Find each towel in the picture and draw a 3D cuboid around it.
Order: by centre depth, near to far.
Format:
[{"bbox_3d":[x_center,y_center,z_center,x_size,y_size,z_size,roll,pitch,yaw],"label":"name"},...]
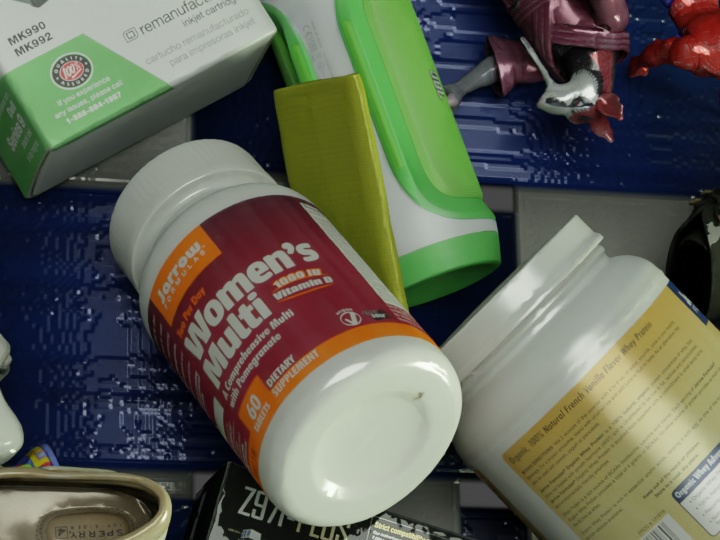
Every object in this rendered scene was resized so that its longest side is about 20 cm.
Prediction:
[{"bbox_3d":[0.000,0.000,1.320,0.018,0.086,0.201,-15,96,-32],"label":"towel"}]

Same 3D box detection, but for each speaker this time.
[{"bbox_3d":[0.008,-0.084,1.374,0.088,0.088,0.201,-16,79,-18],"label":"speaker"}]

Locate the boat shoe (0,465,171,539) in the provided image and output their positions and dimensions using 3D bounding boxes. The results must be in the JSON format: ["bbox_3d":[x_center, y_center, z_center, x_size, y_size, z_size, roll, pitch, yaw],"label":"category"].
[{"bbox_3d":[-0.186,0.121,1.183,0.199,0.065,0.073,-2,66,-14],"label":"boat shoe"}]

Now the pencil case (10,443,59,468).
[{"bbox_3d":[-0.224,0.152,1.245,0.199,0.087,0.078,-21,80,-20],"label":"pencil case"}]

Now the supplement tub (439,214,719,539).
[{"bbox_3d":[0.137,0.084,1.326,0.200,0.144,0.144,46,69,2],"label":"supplement tub"}]

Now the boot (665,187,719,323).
[{"bbox_3d":[0.230,-0.062,1.369,0.138,0.077,0.201,-12,114,-32],"label":"boot"}]

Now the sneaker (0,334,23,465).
[{"bbox_3d":[-0.225,0.029,1.283,0.099,0.078,0.201,22,35,-45],"label":"sneaker"}]

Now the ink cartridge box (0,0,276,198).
[{"bbox_3d":[-0.161,-0.164,1.355,0.146,0.084,0.200,-30,83,-21],"label":"ink cartridge box"}]

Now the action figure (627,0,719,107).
[{"bbox_3d":[0.179,-0.147,1.456,0.065,0.099,0.201,-9,54,-14],"label":"action figure"}]

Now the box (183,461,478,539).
[{"bbox_3d":[-0.003,0.208,1.284,0.199,0.086,0.165,18,70,-9],"label":"box"}]

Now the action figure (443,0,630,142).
[{"bbox_3d":[0.099,-0.161,1.429,0.149,0.134,0.201,-18,79,-48],"label":"action figure"}]

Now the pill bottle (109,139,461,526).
[{"bbox_3d":[-0.043,0.026,1.274,0.109,0.110,0.200,-23,46,-19],"label":"pill bottle"}]
